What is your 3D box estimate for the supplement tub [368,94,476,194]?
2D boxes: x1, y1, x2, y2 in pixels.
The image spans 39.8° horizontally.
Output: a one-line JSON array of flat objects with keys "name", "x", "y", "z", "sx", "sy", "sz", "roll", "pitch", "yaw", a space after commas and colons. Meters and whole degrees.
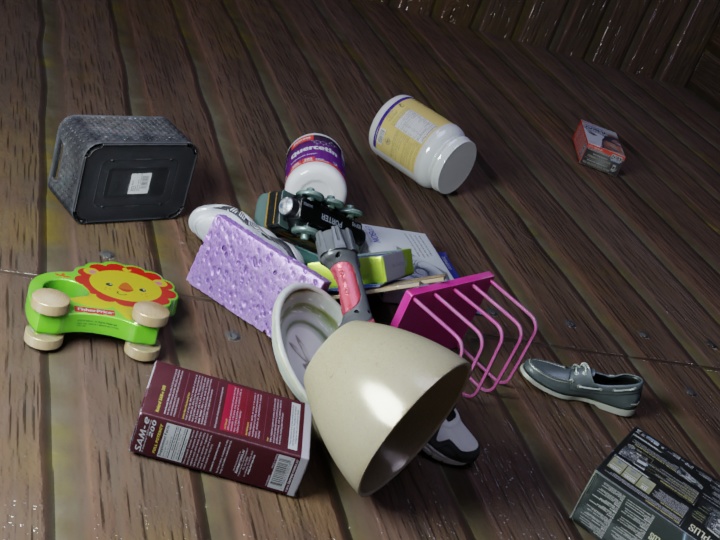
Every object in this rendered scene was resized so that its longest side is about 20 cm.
[{"name": "supplement tub", "x": 0.131, "y": -0.264, "z": 2.093, "sx": 0.199, "sy": 0.147, "sz": 0.144, "roll": 37, "pitch": 31, "yaw": 28}]

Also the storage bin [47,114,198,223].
[{"name": "storage bin", "x": -0.367, "y": -0.158, "z": 1.543, "sx": 0.198, "sy": 0.137, "sz": 0.094, "roll": -6, "pitch": 37, "yaw": -42}]

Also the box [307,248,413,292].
[{"name": "box", "x": 0.000, "y": 0.000, "z": 1.510, "sx": 0.120, "sy": 0.048, "sz": 0.200, "roll": -6, "pitch": 2, "yaw": 17}]

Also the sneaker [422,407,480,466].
[{"name": "sneaker", "x": 0.087, "y": 0.171, "z": 1.310, "sx": 0.200, "sy": 0.080, "sz": 0.074, "roll": 45, "pitch": 28, "yaw": 8}]

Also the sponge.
[{"name": "sponge", "x": -0.148, "y": 0.015, "z": 1.414, "sx": 0.199, "sy": 0.113, "sz": 0.030, "roll": 32, "pitch": 14, "yaw": 20}]

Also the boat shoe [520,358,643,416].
[{"name": "boat shoe", "x": 0.348, "y": 0.167, "z": 1.554, "sx": 0.197, "sy": 0.062, "sz": 0.073, "roll": 19, "pitch": 27, "yaw": -6}]

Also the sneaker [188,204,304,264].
[{"name": "sneaker", "x": -0.188, "y": -0.030, "z": 1.509, "sx": 0.198, "sy": 0.076, "sz": 0.115, "roll": 29, "pitch": 25, "yaw": 7}]

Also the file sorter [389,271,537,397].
[{"name": "file sorter", "x": 0.143, "y": 0.106, "z": 1.437, "sx": 0.199, "sy": 0.140, "sz": 0.125, "roll": -11, "pitch": 44, "yaw": -46}]

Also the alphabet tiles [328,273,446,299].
[{"name": "alphabet tiles", "x": 0.029, "y": 0.025, "z": 1.470, "sx": 0.197, "sy": 0.008, "sz": 0.167, "roll": -9, "pitch": 2, "yaw": 8}]

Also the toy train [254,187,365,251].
[{"name": "toy train", "x": -0.078, "y": -0.077, "z": 1.604, "sx": 0.113, "sy": 0.087, "sz": 0.199, "roll": -2, "pitch": -14, "yaw": 37}]

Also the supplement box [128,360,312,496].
[{"name": "supplement box", "x": -0.158, "y": 0.183, "z": 1.158, "sx": 0.197, "sy": 0.061, "sz": 0.109, "roll": 18, "pitch": 26, "yaw": -9}]

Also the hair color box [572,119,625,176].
[{"name": "hair color box", "x": 0.641, "y": -0.332, "z": 2.680, "sx": 0.110, "sy": 0.065, "sz": 0.201, "roll": 20, "pitch": 28, "yaw": -4}]

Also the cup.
[{"name": "cup", "x": 0.015, "y": 0.144, "z": 1.184, "sx": 0.143, "sy": 0.202, "sz": 0.199, "roll": 39, "pitch": 31, "yaw": 20}]

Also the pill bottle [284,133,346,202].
[{"name": "pill bottle", "x": -0.083, "y": -0.178, "z": 1.815, "sx": 0.111, "sy": 0.114, "sz": 0.201, "roll": 15, "pitch": 27, "yaw": -12}]

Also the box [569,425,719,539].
[{"name": "box", "x": 0.399, "y": 0.317, "z": 1.289, "sx": 0.199, "sy": 0.087, "sz": 0.163, "roll": 33, "pitch": 29, "yaw": 22}]

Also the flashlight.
[{"name": "flashlight", "x": -0.020, "y": 0.036, "z": 1.330, "sx": 0.067, "sy": 0.068, "sz": 0.202, "roll": -14, "pitch": 62, "yaw": -4}]

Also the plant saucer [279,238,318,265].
[{"name": "plant saucer", "x": -0.138, "y": -0.034, "z": 1.618, "sx": 0.198, "sy": 0.019, "sz": 0.070, "roll": 22, "pitch": 26, "yaw": 4}]

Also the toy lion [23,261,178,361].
[{"name": "toy lion", "x": -0.336, "y": 0.038, "z": 1.304, "sx": 0.197, "sy": 0.070, "sz": 0.192, "roll": 8, "pitch": 23, "yaw": -23}]

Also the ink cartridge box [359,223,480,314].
[{"name": "ink cartridge box", "x": 0.100, "y": -0.005, "z": 1.712, "sx": 0.197, "sy": 0.041, "sz": 0.200, "roll": 8, "pitch": 30, "yaw": -25}]

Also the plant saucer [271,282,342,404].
[{"name": "plant saucer", "x": -0.060, "y": 0.116, "z": 1.308, "sx": 0.200, "sy": 0.050, "sz": 0.202, "roll": 40, "pitch": 35, "yaw": -35}]
